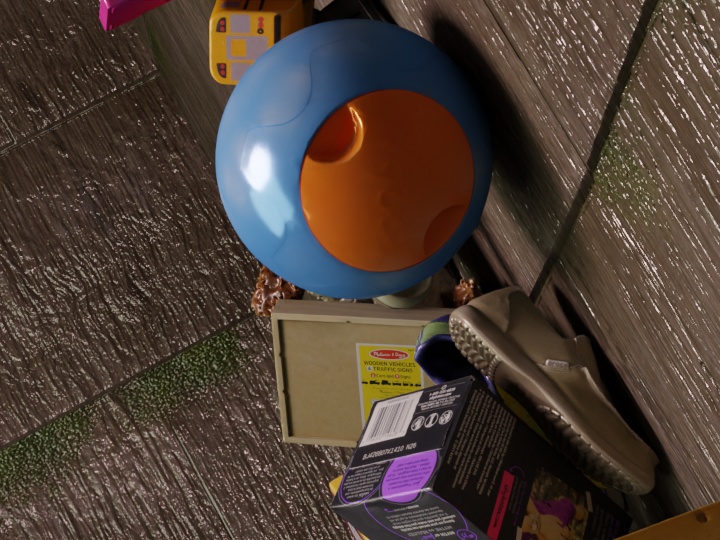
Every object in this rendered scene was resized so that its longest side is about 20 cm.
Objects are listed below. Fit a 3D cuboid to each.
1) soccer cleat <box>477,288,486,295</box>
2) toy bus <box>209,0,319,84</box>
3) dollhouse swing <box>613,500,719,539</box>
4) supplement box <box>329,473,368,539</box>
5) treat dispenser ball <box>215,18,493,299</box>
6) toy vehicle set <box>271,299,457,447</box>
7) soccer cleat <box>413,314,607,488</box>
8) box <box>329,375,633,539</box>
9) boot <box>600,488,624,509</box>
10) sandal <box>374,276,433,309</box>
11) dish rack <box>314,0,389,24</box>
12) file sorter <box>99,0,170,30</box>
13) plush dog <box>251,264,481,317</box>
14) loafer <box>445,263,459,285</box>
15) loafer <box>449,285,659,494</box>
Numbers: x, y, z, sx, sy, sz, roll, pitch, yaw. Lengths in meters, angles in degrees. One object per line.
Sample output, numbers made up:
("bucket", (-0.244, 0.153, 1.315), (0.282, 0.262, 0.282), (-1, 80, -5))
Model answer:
("soccer cleat", (0.106, 0.065, 1.678), (0.068, 0.073, 0.200), (64, 171, -15))
("toy bus", (-0.076, -0.215, 1.597), (0.200, 0.078, 0.065), (-84, -5, -64))
("dollhouse swing", (0.244, 0.285, 1.247), (0.200, 0.181, 0.176), (55, 150, 38))
("supplement box", (0.091, 0.228, 1.899), (0.131, 0.200, 0.103), (52, 169, 52))
("treat dispenser ball", (-0.004, -0.080, 1.388), (0.201, 0.200, 0.201), (59, 173, 13))
("toy vehicle set", (0.028, 0.091, 1.611), (0.027, 0.199, 0.125), (-60, -30, -62))
("soccer cleat", (0.124, 0.111, 1.511), (0.200, 0.065, 0.084), (38, -154, 11))
("box", (0.096, 0.189, 1.494), (0.200, 0.106, 0.122), (43, 143, -26))
("boot", (0.158, 0.169, 1.604), (0.073, 0.090, 0.200), (30, 154, 47))
("sandal", (0.000, -0.062, 1.579), (0.201, 0.080, 0.057), (53, 158, 2))
("dish rack", (0.027, -0.125, 1.600), (0.154, 0.054, 0.200), (58, 174, 35))
("file sorter", (-0.136, -0.294, 1.512), (0.126, 0.199, 0.139), (64, 173, -4))
("plush dog", (0.000, 0.000, 1.672), (0.172, 0.200, 0.160), (41, 144, -14))
("loafer", (0.041, -0.045, 1.806), (0.063, 0.072, 0.200), (23, 152, 49))
("loafer", (0.157, 0.086, 1.453), (0.200, 0.068, 0.076), (45, 164, 5))
